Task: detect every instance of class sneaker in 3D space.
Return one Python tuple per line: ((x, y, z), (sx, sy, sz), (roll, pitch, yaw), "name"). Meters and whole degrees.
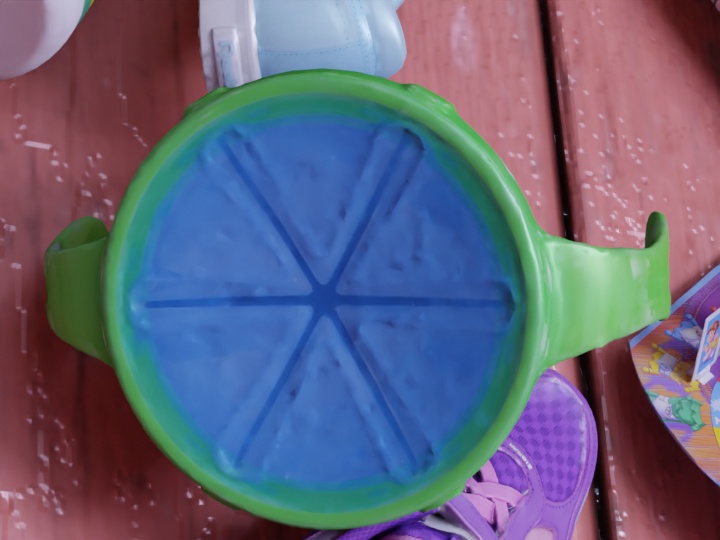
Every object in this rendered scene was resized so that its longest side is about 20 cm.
((-0.006, -0.127, 0.763), (0.081, 0.074, 0.201), (1, 47, 5), "sneaker")
((0.022, 0.093, 0.688), (0.081, 0.088, 0.200), (49, 52, 3), "sneaker")

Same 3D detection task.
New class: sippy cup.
((0.000, 0.000, 0.684), (0.177, 0.140, 0.130), (35, 14, 4), "sippy cup")

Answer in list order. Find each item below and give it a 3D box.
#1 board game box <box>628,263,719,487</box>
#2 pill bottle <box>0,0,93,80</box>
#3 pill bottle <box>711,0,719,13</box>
((0.203, 0.029, 0.805), (0.158, 0.039, 0.200), (36, 45, 21), "board game box")
((-0.106, -0.171, 0.732), (0.112, 0.113, 0.201), (34, 55, -10), "pill bottle")
((0.199, -0.139, 0.881), (0.119, 0.120, 0.201), (-29, 83, -36), "pill bottle")
